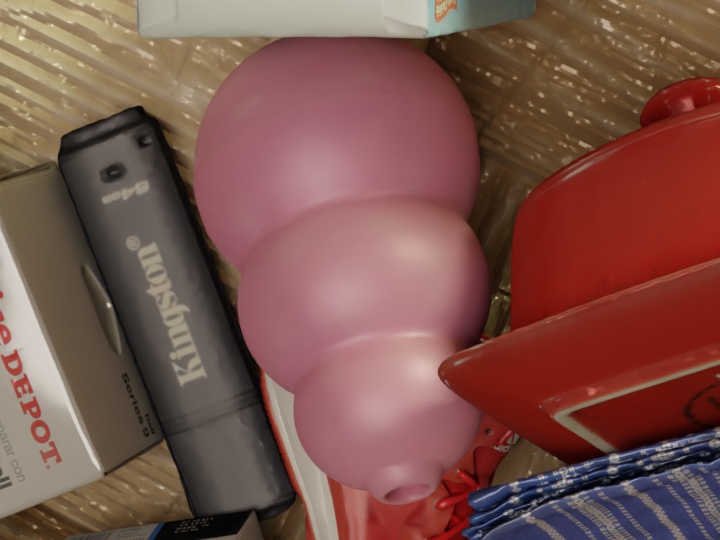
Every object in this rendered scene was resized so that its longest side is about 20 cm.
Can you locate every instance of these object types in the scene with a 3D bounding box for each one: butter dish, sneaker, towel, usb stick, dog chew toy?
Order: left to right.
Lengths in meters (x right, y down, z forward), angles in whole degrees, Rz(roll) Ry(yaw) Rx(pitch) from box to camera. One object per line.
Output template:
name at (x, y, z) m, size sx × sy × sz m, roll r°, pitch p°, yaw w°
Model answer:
usb stick at (-0.084, 0.025, 1.061) m, size 0.055 × 0.033 × 0.201 m, roll -20°, pitch 93°, yaw 18°
dog chew toy at (0.000, 0.000, 0.960) m, size 0.124 × 0.124 × 0.201 m, roll -22°, pitch 64°, yaw 18°
sneaker at (0.038, 0.109, 1.019) m, size 0.115 × 0.078 × 0.201 m, roll -20°, pitch 95°, yaw 19°
butter dish at (0.146, -0.009, 0.933) m, size 0.199 × 0.200 × 0.149 m, roll -19°, pitch 62°, yaw 24°
towel at (0.155, 0.102, 0.959) m, size 0.199 × 0.145 × 0.024 m, roll -16°, pitch 60°, yaw 17°

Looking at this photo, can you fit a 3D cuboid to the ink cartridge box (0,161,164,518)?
ink cartridge box at (-0.213, 0.053, 1.074) m, size 0.199 × 0.084 × 0.147 m, roll -22°, pitch 92°, yaw 18°

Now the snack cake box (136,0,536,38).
snack cake box at (-0.003, -0.131, 0.924) m, size 0.114 × 0.200 × 0.068 m, roll 1°, pitch 99°, yaw 15°

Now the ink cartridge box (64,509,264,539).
ink cartridge box at (-0.071, 0.213, 1.075) m, size 0.099 × 0.039 × 0.201 m, roll -9°, pitch 108°, yaw 17°
